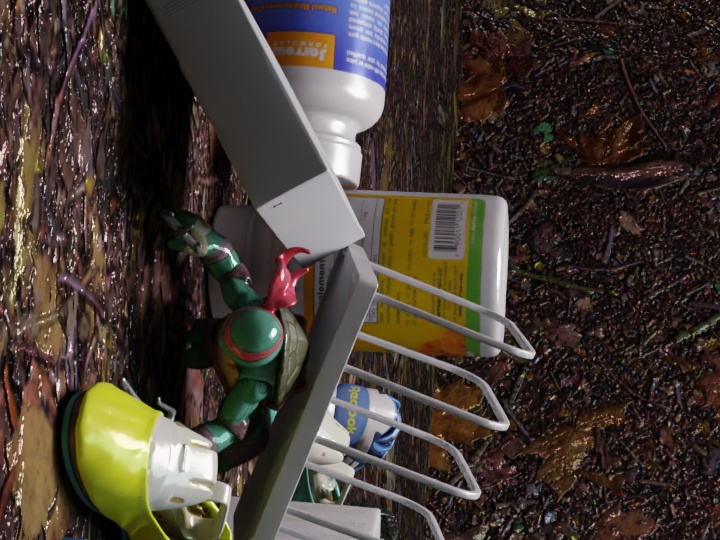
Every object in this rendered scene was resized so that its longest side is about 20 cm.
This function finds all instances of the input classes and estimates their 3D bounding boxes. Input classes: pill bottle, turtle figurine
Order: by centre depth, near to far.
[{"bbox_3d":[-0.079,0.051,1.138,0.200,0.100,0.150,99,1,-73],"label":"turtle figurine"},{"bbox_3d":[0.000,0.000,1.336,0.111,0.199,0.111,3,90,-84],"label":"pill bottle"},{"bbox_3d":[-0.036,-0.158,1.360,0.112,0.112,0.201,62,30,-78],"label":"pill bottle"}]

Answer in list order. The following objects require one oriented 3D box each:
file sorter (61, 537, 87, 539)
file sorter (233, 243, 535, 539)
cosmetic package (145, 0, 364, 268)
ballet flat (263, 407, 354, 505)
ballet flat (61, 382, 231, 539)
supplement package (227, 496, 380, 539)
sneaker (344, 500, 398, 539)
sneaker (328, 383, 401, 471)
[{"bbox_3d":[-0.100,0.214,0.856,0.200,0.122,0.139,-49,140,-79],"label":"file sorter"},{"bbox_3d":[0.013,0.105,1.205,0.139,0.124,0.200,-114,-135,-79],"label":"file sorter"},{"bbox_3d":[-0.060,-0.091,1.140,0.151,0.052,0.200,64,1,10],"label":"cosmetic package"},{"bbox_3d":[-0.041,0.153,1.615,0.200,0.070,0.067,84,11,-51],"label":"ballet flat"},{"bbox_3d":[-0.105,0.112,1.027,0.200,0.067,0.067,80,15,-63],"label":"ballet flat"},{"bbox_3d":[-0.054,0.244,1.311,0.200,0.117,0.118,-61,155,-75],"label":"supplement package"},{"bbox_3d":[-0.014,0.318,2.007,0.200,0.076,0.088,-68,174,-62],"label":"sneaker"},{"bbox_3d":[0.002,0.164,1.960,0.200,0.082,0.074,77,15,-74],"label":"sneaker"}]
